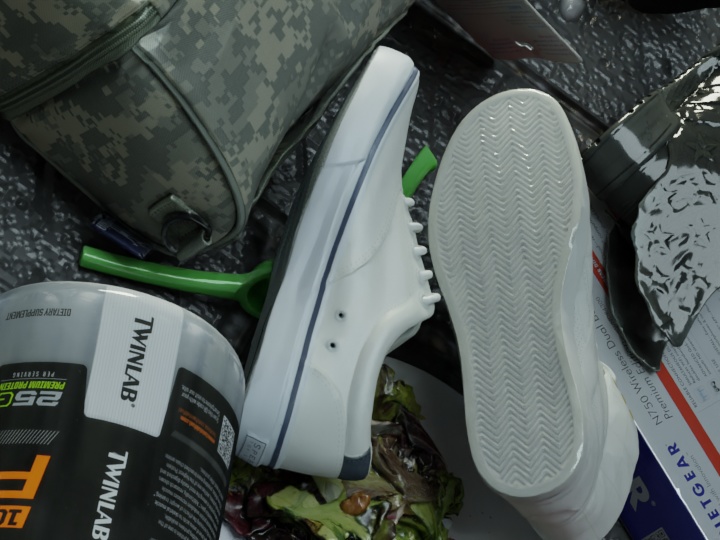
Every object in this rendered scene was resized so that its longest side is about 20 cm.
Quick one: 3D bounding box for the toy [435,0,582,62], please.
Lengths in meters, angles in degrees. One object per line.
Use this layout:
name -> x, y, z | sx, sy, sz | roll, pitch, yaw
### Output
toy -> 0.031, -0.183, 1.397 | 0.200, 0.115, 0.047 | 43, 82, -17

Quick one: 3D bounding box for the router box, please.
router box -> 0.169, 0.029, 1.435 | 0.179, 0.049, 0.200 | -25, 80, -36

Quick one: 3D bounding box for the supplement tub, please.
supplement tub -> -0.120, 0.116, 1.181 | 0.122, 0.123, 0.200 | 21, 57, -19

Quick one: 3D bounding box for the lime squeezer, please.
lime squeezer -> -0.029, -0.008, 1.348 | 0.200, 0.038, 0.071 | -18, 79, -33

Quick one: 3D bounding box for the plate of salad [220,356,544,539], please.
plate of salad -> 0.009, 0.123, 1.298 | 0.200, 0.048, 0.200 | 12, 61, -23

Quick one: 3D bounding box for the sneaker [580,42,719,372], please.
sneaker -> 0.176, -0.047, 1.412 | 0.200, 0.060, 0.104 | -37, 84, -32

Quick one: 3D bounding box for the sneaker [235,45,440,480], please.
sneaker -> 0.000, 0.000, 1.295 | 0.071, 0.073, 0.200 | 20, 75, -8

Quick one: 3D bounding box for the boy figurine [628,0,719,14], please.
boy figurine -> 0.165, -0.235, 1.538 | 0.124, 0.064, 0.200 | 43, 49, -59

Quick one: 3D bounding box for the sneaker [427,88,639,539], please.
sneaker -> 0.081, 0.027, 1.333 | 0.074, 0.116, 0.200 | -7, 65, 15

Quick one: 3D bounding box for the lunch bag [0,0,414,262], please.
lunch bag -> -0.075, -0.122, 1.317 | 0.168, 0.139, 0.200 | 47, 52, -14
